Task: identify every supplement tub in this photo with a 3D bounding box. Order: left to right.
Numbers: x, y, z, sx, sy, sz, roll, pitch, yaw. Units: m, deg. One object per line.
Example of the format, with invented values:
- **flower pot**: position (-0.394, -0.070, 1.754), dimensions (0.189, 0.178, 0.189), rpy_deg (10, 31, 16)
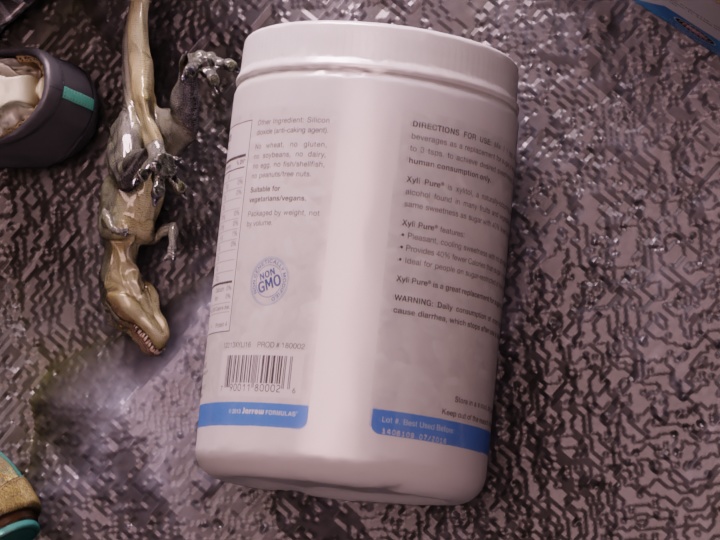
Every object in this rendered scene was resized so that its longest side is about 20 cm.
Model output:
- **supplement tub**: position (0.000, 0.000, 1.181), dimensions (0.132, 0.132, 0.200), rpy_deg (5, 81, 11)

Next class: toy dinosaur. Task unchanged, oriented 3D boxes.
- **toy dinosaur**: position (-0.096, -0.063, 1.233), dimensions (0.047, 0.088, 0.200), rpy_deg (9, 81, -24)

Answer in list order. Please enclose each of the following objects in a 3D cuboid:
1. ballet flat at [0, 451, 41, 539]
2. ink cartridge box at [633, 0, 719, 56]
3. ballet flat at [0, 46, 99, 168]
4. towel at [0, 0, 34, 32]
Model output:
- **ballet flat**: position (-0.242, 0.149, 1.236), dimensions (0.200, 0.071, 0.071), rpy_deg (-36, 76, -3)
- **ink cartridge box**: position (0.151, -0.201, 1.151), dimensions (0.147, 0.200, 0.146), rpy_deg (35, 88, 13)
- **ballet flat**: position (-0.226, -0.076, 1.267), dimensions (0.200, 0.073, 0.073), rpy_deg (-5, 80, 10)
- **towel**: position (-0.185, -0.226, 1.279), dimensions (0.166, 0.086, 0.200), rpy_deg (-37, 75, 1)
